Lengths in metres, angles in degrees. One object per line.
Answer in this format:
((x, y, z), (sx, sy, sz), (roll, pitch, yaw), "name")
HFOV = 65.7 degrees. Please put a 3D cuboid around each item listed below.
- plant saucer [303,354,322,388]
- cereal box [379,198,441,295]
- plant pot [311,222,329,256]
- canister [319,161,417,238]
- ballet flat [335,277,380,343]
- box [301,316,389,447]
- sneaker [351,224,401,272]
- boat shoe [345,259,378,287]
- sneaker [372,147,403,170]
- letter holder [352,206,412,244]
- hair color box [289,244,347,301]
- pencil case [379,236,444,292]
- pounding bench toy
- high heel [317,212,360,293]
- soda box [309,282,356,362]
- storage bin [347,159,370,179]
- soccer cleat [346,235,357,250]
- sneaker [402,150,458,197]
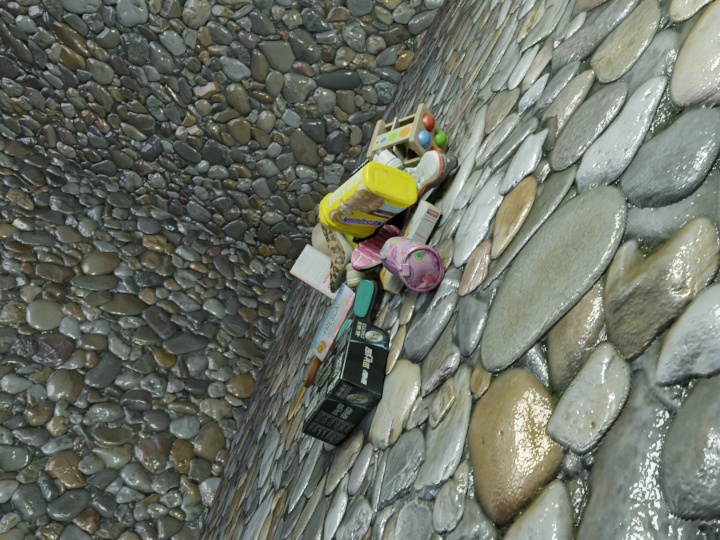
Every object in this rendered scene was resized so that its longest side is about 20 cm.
((-0.111, 0.239, 1.585), (0.200, 0.032, 0.203), (22, -91, -90), "plant saucer")
((0.105, -0.056, 1.222), (0.202, 0.039, 0.144), (-64, 8, 10), "cereal box")
((-0.015, -0.115, 1.665), (0.199, 0.187, 0.189), (-36, 27, 40), "plant pot")
((0.016, -0.156, 1.258), (0.199, 0.147, 0.088), (-30, 53, 52), "canister")
((-0.001, 0.115, 1.319), (0.073, 0.072, 0.202), (-144, 74, -80), "ballet flat")
((-0.029, 0.223, 1.115), (0.201, 0.085, 0.165), (-57, 12, 37), "box")
((0.038, -0.034, 1.350), (0.200, 0.073, 0.088), (-43, -24, -49), "sneaker")
((0.000, 0.000, 1.421), (0.200, 0.071, 0.066), (-27, -77, -79), "boat shoe")
((0.051, -0.224, 1.328), (0.073, 0.071, 0.200), (-30, -13, -22), "sneaker")
((0.070, -0.164, 1.500), (0.142, 0.100, 0.201), (-51, 17, 46), "letter holder")
((-0.093, 0.018, 1.585), (0.102, 0.199, 0.061), (-57, -25, -5), "hair color box")
((0.092, -0.016, 1.057), (0.088, 0.087, 0.200), (-64, 13, 4), "pencil case")
((0.143, -0.279, 1.372), (0.155, 0.200, 0.125), (-10, 50, 38), "pounding bench toy")
((-0.078, -0.054, 1.480), (0.071, 0.142, 0.202), (-12, -52, -58), "high heel")
((-0.051, 0.138, 1.435), (0.068, 0.063, 0.202), (38, 105, 44), "soda box")
((0.068, -0.305, 1.667), (0.199, 0.094, 0.135), (-39, 12, 3), "storage bin")
((-0.025, -0.070, 1.559), (0.083, 0.202, 0.065), (-20, 8, -1), "soccer cleat")
((0.154, -0.205, 1.252), (0.200, 0.081, 0.078), (157, 107, -67), "sneaker")
